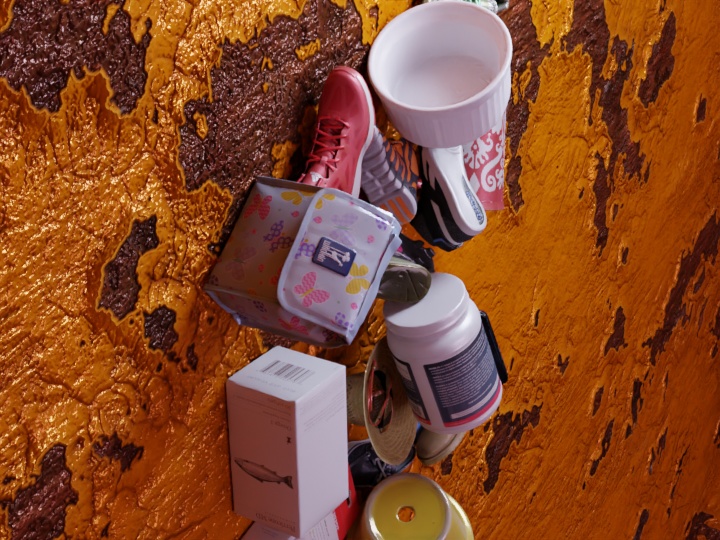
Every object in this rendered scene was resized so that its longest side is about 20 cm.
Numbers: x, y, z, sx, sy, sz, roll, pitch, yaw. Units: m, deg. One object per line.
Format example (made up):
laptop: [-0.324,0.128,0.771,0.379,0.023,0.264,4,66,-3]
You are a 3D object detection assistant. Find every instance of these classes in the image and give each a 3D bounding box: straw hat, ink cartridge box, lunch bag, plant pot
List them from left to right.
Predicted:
ink cartridge box: [-0.084,0.365,1.725,0.200,0.066,0.117,-49,141,-39]
lunch bag: [-0.063,-0.010,1.480,0.171,0.198,0.127,-64,148,-18]
straw hat: [0.010,0.187,1.789,0.200,0.084,0.205,-4,90,-65]
plant pot: [0.073,0.396,1.834,0.202,0.199,0.190,-59,161,-26]

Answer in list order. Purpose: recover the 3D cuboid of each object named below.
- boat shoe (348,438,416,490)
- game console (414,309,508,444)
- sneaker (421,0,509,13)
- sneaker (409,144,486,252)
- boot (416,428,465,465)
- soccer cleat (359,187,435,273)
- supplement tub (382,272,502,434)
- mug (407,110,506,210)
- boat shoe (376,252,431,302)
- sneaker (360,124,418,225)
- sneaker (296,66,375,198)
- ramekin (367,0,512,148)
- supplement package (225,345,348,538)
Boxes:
boat shoe: [0.022,0.296,1.870,0.199,0.067,0.073,-7,100,-60]
game console: [0.144,0.176,1.996,0.201,0.170,0.120,65,21,-47]
sneaker: [0.156,-0.396,1.806,0.199,0.088,0.078,-31,128,-51]
sneaker: [0.100,-0.123,1.767,0.072,0.112,0.203,-3,68,-41]
boot: [0.100,0.176,1.902,0.175,0.066,0.200,-48,118,-13]
soccer cleat: [0.025,-0.038,1.754,0.200,0.086,0.071,43,36,-33]
supplement tub: [0.117,0.120,1.764,0.141,0.139,0.202,-49,132,-38]
mug: [0.152,-0.197,1.845,0.177,0.132,0.203,-10,107,-60]
boat shoe: [0.001,-0.001,1.686,0.198,0.066,0.073,11,104,-26]
sneaker: [0.017,-0.165,1.692,0.201,0.077,0.113,59,25,-30]
sneaker: [-0.036,-0.151,1.568,0.116,0.077,0.203,-47,142,-60]
ramekin: [0.114,-0.266,1.691,0.202,0.198,0.098,-61,154,-24]
supplement package: [-0.094,0.223,1.605,0.117,0.116,0.203,-32,128,-51]
